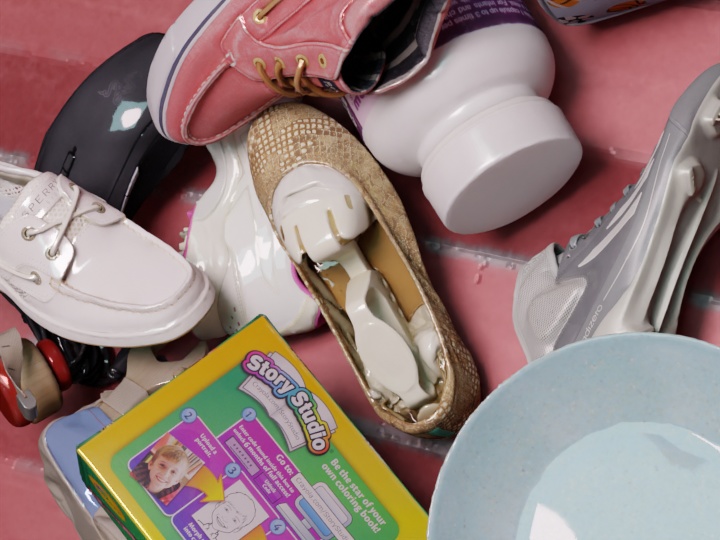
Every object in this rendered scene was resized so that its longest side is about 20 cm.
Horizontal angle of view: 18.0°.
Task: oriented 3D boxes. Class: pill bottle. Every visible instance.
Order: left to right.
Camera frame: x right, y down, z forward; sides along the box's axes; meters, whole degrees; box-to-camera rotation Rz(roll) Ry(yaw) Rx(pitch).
[{"bbox_3d":[0.035,-0.122,1.215,0.112,0.112,0.200,-35,66,13],"label":"pill bottle"}]

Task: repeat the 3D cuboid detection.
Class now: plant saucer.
[{"bbox_3d":[0.132,0.131,1.081,0.201,0.039,0.201,-3,73,11],"label":"plant saucer"}]

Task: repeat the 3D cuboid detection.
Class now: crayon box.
[{"bbox_3d":[-0.035,0.135,1.131,0.119,0.058,0.200,-36,74,-16],"label":"crayon box"}]

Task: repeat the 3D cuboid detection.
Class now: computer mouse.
[{"bbox_3d":[-0.144,-0.029,1.284,0.200,0.046,0.140,-49,64,25],"label":"computer mouse"}]

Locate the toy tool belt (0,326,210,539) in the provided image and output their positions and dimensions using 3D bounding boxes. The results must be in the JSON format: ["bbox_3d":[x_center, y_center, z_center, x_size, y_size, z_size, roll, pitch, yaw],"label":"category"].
[{"bbox_3d":[-0.106,0.098,1.239,0.123,0.125,0.200,-30,67,-19],"label":"toy tool belt"}]

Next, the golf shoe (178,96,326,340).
[{"bbox_3d":[-0.045,-0.057,1.266,0.091,0.075,0.200,7,86,14],"label":"golf shoe"}]

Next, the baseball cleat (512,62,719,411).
[{"bbox_3d":[0.136,-0.021,1.171,0.106,0.070,0.200,11,71,43],"label":"baseball cleat"}]

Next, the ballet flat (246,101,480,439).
[{"bbox_3d":[0.000,0.000,1.191,0.070,0.065,0.200,-34,89,15],"label":"ballet flat"}]

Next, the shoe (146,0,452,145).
[{"bbox_3d":[-0.032,-0.112,1.152,0.200,0.071,0.091,-47,55,30],"label":"shoe"}]

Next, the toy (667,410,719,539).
[{"bbox_3d":[0.135,0.144,1.144,0.200,0.047,0.115,-28,72,21],"label":"toy"}]

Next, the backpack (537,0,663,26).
[{"bbox_3d":[0.140,-0.225,1.157,0.190,0.200,0.154,-24,74,10],"label":"backpack"}]

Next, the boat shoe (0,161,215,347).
[{"bbox_3d":[-0.168,-0.018,1.225,0.200,0.069,0.071,19,51,29],"label":"boat shoe"}]
